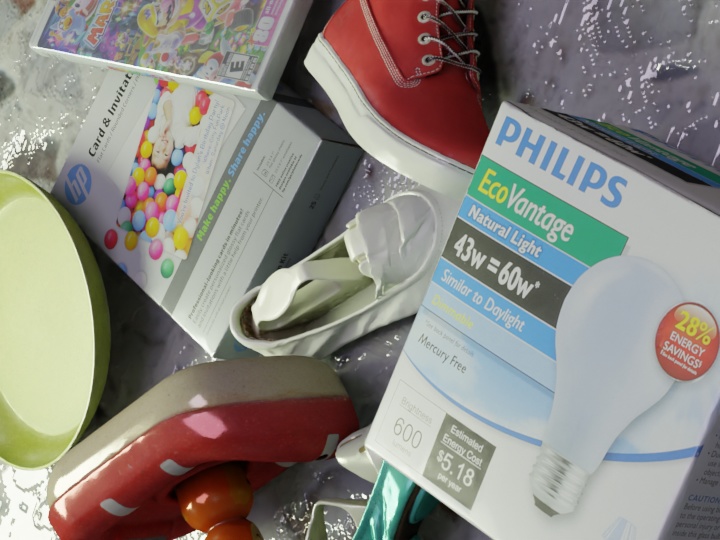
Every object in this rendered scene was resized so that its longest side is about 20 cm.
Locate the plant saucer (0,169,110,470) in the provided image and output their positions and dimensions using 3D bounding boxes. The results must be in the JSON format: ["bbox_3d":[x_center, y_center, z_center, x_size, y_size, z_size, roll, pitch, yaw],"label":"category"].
[{"bbox_3d":[-0.220,0.032,1.541,0.200,0.031,0.200,12,106,48],"label":"plant saucer"}]

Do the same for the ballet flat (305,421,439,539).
[{"bbox_3d":[0.010,0.131,1.304,0.070,0.067,0.200,24,103,13],"label":"ballet flat"}]

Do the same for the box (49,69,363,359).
[{"bbox_3d":[-0.101,-0.061,1.465,0.200,0.041,0.156,42,112,40],"label":"box"}]

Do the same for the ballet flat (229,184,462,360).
[{"bbox_3d":[0.000,0.000,1.343,0.200,0.069,0.070,-34,62,34],"label":"ballet flat"}]

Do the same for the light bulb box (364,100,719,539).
[{"bbox_3d":[0.137,0.046,1.168,0.198,0.125,0.200,32,106,41],"label":"light bulb box"}]

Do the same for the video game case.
[{"bbox_3d":[-0.109,-0.187,1.465,0.200,0.018,0.143,14,77,37],"label":"video game case"}]

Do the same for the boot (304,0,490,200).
[{"bbox_3d":[0.049,-0.133,1.298,0.144,0.072,0.200,-58,36,17],"label":"boot"}]

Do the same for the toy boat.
[{"bbox_3d":[-0.082,0.135,1.360,0.200,0.130,0.131,-37,67,34],"label":"toy boat"}]
